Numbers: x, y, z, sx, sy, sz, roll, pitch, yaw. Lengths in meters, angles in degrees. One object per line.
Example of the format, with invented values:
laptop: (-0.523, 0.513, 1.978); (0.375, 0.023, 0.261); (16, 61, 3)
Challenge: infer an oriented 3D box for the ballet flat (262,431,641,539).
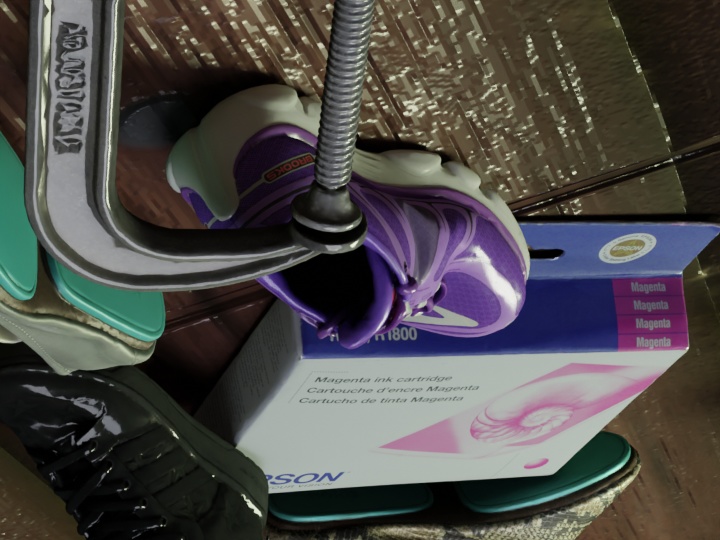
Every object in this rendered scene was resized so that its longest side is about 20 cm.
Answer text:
ballet flat: (0.045, 0.132, 1.320); (0.199, 0.068, 0.076); (-10, 117, -5)

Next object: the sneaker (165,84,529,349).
sneaker: (0.000, 0.000, 1.006); (0.081, 0.084, 0.200); (-36, 148, 24)

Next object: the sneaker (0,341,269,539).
sneaker: (-0.092, 0.115, 1.125); (0.060, 0.105, 0.200); (-21, 139, 34)

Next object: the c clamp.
c clamp: (-0.027, -0.068, 0.858); (0.170, 0.027, 0.201); (3, 129, -16)

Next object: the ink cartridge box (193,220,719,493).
ink cartridge box: (0.042, 0.043, 1.177); (0.196, 0.043, 0.200); (-1, 153, -25)

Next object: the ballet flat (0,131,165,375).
ballet flat: (-0.137, -0.005, 0.956); (0.063, 0.068, 0.200); (-14, 156, 16)
